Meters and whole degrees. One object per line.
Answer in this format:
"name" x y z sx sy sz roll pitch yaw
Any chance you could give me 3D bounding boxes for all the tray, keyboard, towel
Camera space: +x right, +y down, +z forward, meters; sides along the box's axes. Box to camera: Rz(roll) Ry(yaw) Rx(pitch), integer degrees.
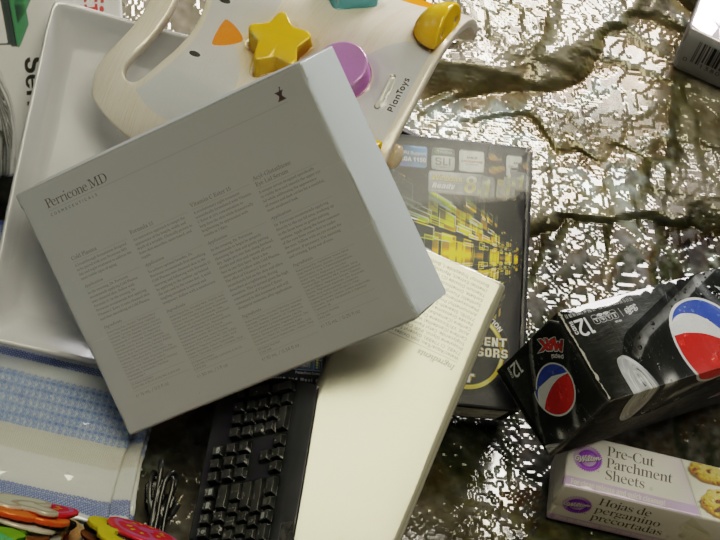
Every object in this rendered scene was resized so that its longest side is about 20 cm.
"tray" -0.150 -0.046 1.669 0.107 0.022 0.201 14 81 -18
"keyboard" -0.085 0.154 1.582 0.021 0.127 0.201 36 51 -37
"towel" -0.186 0.060 1.665 0.146 0.024 0.201 13 52 -5

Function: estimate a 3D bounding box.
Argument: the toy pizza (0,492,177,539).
"toy pizza" -0.154 0.148 1.489 0.199 0.032 0.200 14 9 -2

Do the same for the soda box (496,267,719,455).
"soda box" 0.181 0.048 1.719 0.199 0.071 0.064 -14 67 -41

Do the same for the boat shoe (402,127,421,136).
"boat shoe" -0.041 -0.082 1.782 0.199 0.073 0.065 26 47 -9

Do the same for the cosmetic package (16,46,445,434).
"cosmetic package" -0.073 -0.015 1.590 0.151 0.199 0.052 64 28 -7

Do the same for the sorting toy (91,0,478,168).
"sorting toy" -0.051 -0.112 1.656 0.179 0.107 0.201 24 69 8

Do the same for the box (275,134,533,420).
"box" 0.000 0.000 1.711 0.199 0.049 0.162 6 78 -12

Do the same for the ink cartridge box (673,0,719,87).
"ink cartridge box" 0.315 -0.186 1.967 0.162 0.057 0.201 24 58 1

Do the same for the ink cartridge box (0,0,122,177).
"ink cartridge box" -0.240 -0.127 1.699 0.199 0.084 0.147 -6 98 -19

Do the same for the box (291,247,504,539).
"box" 0.007 0.087 1.632 0.082 0.068 0.201 25 75 -1

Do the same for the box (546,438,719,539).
"box" 0.210 0.143 1.713 0.199 0.039 0.042 14 52 -6
